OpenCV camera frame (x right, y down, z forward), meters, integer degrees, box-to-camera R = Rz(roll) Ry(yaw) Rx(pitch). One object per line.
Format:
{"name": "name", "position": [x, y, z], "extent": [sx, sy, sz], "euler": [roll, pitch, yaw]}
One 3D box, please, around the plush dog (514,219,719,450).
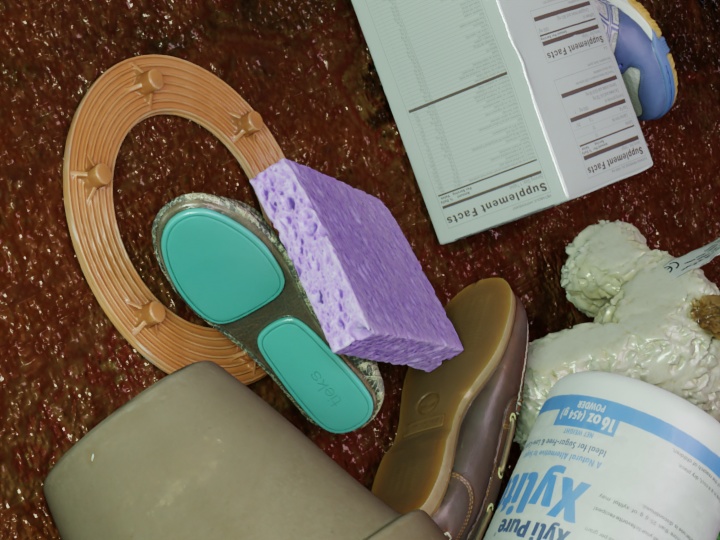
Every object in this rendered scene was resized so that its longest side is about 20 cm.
{"name": "plush dog", "position": [0.200, 0.084, 1.859], "extent": [0.200, 0.160, 0.172], "euler": [-63, 146, -43]}

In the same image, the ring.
{"name": "ring", "position": [-0.093, -0.031, 1.638], "extent": [0.200, 0.019, 0.201], "euler": [24, 56, -42]}

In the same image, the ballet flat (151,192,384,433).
{"name": "ballet flat", "position": [-0.055, 0.012, 1.611], "extent": [0.200, 0.068, 0.075], "euler": [49, 21, -33]}

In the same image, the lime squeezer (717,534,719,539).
{"name": "lime squeezer", "position": [0.261, 0.193, 1.934], "extent": [0.200, 0.070, 0.038], "euler": [-55, 139, -13]}

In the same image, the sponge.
{"name": "sponge", "position": [0.000, 0.000, 1.646], "extent": [0.112, 0.030, 0.200], "euler": [63, 13, 13]}

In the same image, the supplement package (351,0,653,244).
{"name": "supplement package", "position": [0.087, -0.134, 1.823], "extent": [0.109, 0.113, 0.201], "euler": [-22, 92, -51]}

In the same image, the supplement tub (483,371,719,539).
{"name": "supplement tub", "position": [0.138, 0.174, 1.694], "extent": [0.132, 0.132, 0.201], "euler": [40, 65, -33]}

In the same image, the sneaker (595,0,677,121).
{"name": "sneaker", "position": [0.137, -0.171, 1.947], "extent": [0.200, 0.075, 0.088], "euler": [51, 53, -13]}

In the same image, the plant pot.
{"name": "plant pot", "position": [-0.071, 0.148, 1.475], "extent": [0.175, 0.200, 0.200], "euler": [52, 38, 8]}

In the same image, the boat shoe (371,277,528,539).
{"name": "boat shoe", "position": [0.061, 0.098, 1.731], "extent": [0.070, 0.070, 0.201], "euler": [48, 50, -32]}
